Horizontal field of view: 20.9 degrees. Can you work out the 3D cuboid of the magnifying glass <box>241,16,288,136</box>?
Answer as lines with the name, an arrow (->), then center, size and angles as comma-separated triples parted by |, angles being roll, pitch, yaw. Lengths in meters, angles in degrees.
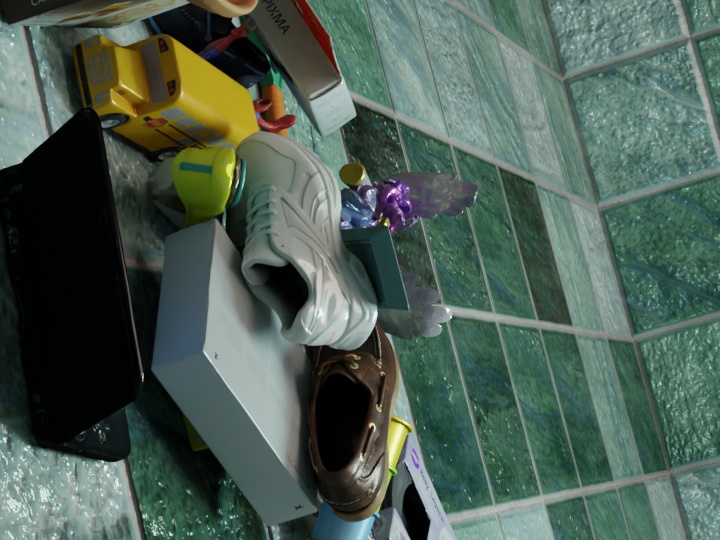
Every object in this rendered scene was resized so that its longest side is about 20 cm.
magnifying glass -> -0.091, -0.200, 1.976 | 0.080, 0.022, 0.201 | 46, 33, -57

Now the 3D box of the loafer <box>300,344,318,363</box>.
loafer -> -0.026, 0.123, 1.804 | 0.072, 0.063, 0.201 | -76, 145, -59

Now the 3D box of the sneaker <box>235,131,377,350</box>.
sneaker -> -0.061, -0.028, 1.575 | 0.099, 0.078, 0.201 | -3, 59, -47

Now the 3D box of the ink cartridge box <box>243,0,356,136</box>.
ink cartridge box -> -0.079, -0.235, 1.739 | 0.201, 0.043, 0.174 | 58, -2, 18

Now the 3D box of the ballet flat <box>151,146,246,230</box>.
ballet flat -> -0.137, -0.067, 1.603 | 0.200, 0.067, 0.067 | 140, -44, -77

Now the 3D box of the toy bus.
toy bus -> -0.159, -0.140, 1.605 | 0.200, 0.078, 0.066 | 29, 46, -67

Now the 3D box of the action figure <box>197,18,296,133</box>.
action figure -> -0.099, -0.158, 1.763 | 0.200, 0.099, 0.066 | 26, 49, -54

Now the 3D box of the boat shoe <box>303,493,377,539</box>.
boat shoe -> -0.007, 0.189, 1.721 | 0.093, 0.074, 0.201 | -45, 127, -26

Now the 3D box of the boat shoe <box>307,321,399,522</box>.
boat shoe -> -0.008, 0.105, 1.603 | 0.070, 0.070, 0.201 | 61, 19, -46

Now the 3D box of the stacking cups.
stacking cups -> -0.013, 0.215, 1.633 | 0.061, 0.060, 0.201 | 45, 59, -57

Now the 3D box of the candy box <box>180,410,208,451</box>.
candy box -> -0.109, 0.085, 1.641 | 0.200, 0.026, 0.103 | -14, 90, -73

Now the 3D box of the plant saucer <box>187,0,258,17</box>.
plant saucer -> -0.139, -0.284, 1.492 | 0.201, 0.037, 0.201 | 55, 22, -35

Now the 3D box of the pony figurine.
pony figurine -> -0.004, -0.041, 1.829 | 0.200, 0.192, 0.168 | 47, 58, -61

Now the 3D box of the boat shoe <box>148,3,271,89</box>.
boat shoe -> -0.143, -0.236, 1.762 | 0.200, 0.068, 0.085 | 48, 30, -56

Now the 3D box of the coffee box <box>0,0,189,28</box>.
coffee box -> -0.196, -0.242, 1.523 | 0.200, 0.114, 0.080 | -21, 93, -74

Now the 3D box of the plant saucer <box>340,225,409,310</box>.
plant saucer -> 0.000, 0.000, 1.638 | 0.200, 0.019, 0.070 | 179, -104, -75

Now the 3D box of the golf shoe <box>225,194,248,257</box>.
golf shoe -> -0.075, -0.027, 1.735 | 0.200, 0.078, 0.098 | 68, 7, -72

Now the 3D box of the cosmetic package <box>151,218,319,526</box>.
cosmetic package -> -0.095, 0.082, 1.557 | 0.151, 0.051, 0.200 | -92, 157, -49

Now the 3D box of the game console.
game console -> -0.175, 0.015, 1.343 | 0.176, 0.116, 0.201 | 29, 47, -66

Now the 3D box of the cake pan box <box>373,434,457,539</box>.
cake pan box -> 0.050, 0.286, 1.919 | 0.184, 0.052, 0.201 | -76, 146, -63
